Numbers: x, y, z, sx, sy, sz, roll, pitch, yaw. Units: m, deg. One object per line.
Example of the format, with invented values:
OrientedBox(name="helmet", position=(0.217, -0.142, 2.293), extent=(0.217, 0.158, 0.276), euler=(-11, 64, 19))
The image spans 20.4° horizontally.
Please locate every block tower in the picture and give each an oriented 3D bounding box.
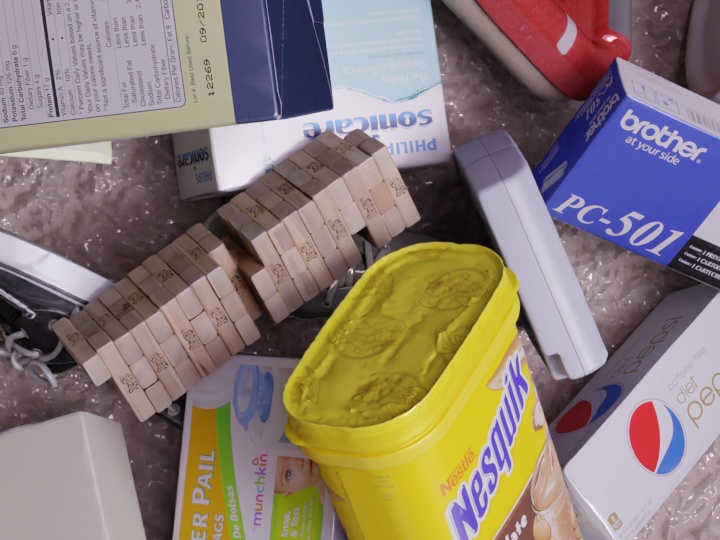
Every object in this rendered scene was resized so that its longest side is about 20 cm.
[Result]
OrientedBox(name="block tower", position=(-0.066, 0.002, 1.092), extent=(0.200, 0.054, 0.058), euler=(-35, 122, -12))

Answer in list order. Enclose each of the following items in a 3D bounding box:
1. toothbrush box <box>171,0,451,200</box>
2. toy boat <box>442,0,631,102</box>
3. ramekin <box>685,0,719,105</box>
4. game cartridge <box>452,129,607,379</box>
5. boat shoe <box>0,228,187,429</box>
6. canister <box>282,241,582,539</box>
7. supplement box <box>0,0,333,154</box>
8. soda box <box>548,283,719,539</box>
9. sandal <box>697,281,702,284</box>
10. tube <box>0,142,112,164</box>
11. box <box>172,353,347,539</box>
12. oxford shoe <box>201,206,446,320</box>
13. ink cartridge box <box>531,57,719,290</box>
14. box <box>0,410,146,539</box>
OrientedBox(name="toothbrush box", position=(-0.039, -0.148, 1.168), extent=(0.146, 0.085, 0.200), euler=(-9, 91, -20))
OrientedBox(name="toy boat", position=(0.119, -0.196, 1.167), extent=(0.200, 0.131, 0.131), euler=(40, 43, -41))
OrientedBox(name="ramekin", position=(0.279, -0.165, 1.230), extent=(0.105, 0.200, 0.200), euler=(15, 82, -9))
OrientedBox(name="game cartridge", position=(0.093, -0.015, 1.152), extent=(0.040, 0.200, 0.133), euler=(-27, 96, 3))
OrientedBox(name="boat shoe", position=(-0.170, 0.030, 1.122), extent=(0.199, 0.074, 0.068), euler=(30, 83, -32))
OrientedBox(name="canister", position=(0.046, 0.108, 1.064), extent=(0.149, 0.086, 0.200), euler=(-55, 137, -41))
OrientedBox(name="supplement box", position=(-0.129, -0.128, 0.955), extent=(0.200, 0.200, 0.134), euler=(-6, 95, 7))
OrientedBox(name="soda box", position=(0.173, 0.088, 1.215), extent=(0.200, 0.068, 0.064), euler=(-44, 102, -34))
OrientedBox(name="sandal", position=(0.223, -0.037, 1.268), extent=(0.200, 0.075, 0.045), euler=(42, 38, -20))
OrientedBox(name="tube", position=(-0.172, -0.162, 1.143), extent=(0.058, 0.052, 0.200), euler=(5, 91, 21))
OrientedBox(name="box", position=(-0.034, 0.150, 1.124), extent=(0.101, 0.112, 0.200), euler=(12, 81, -57))
OrientedBox(name="oxford shoe", position=(0.000, 0.000, 1.191), extent=(0.200, 0.058, 0.075), euler=(15, 85, -17))
OrientedBox(name="ink cartridge box", position=(0.211, -0.043, 1.188), extent=(0.200, 0.044, 0.094), euler=(22, 124, -19))
OrientedBox(name="box", position=(-0.154, 0.183, 1.083), extent=(0.082, 0.068, 0.200), euler=(-15, 77, 11))
